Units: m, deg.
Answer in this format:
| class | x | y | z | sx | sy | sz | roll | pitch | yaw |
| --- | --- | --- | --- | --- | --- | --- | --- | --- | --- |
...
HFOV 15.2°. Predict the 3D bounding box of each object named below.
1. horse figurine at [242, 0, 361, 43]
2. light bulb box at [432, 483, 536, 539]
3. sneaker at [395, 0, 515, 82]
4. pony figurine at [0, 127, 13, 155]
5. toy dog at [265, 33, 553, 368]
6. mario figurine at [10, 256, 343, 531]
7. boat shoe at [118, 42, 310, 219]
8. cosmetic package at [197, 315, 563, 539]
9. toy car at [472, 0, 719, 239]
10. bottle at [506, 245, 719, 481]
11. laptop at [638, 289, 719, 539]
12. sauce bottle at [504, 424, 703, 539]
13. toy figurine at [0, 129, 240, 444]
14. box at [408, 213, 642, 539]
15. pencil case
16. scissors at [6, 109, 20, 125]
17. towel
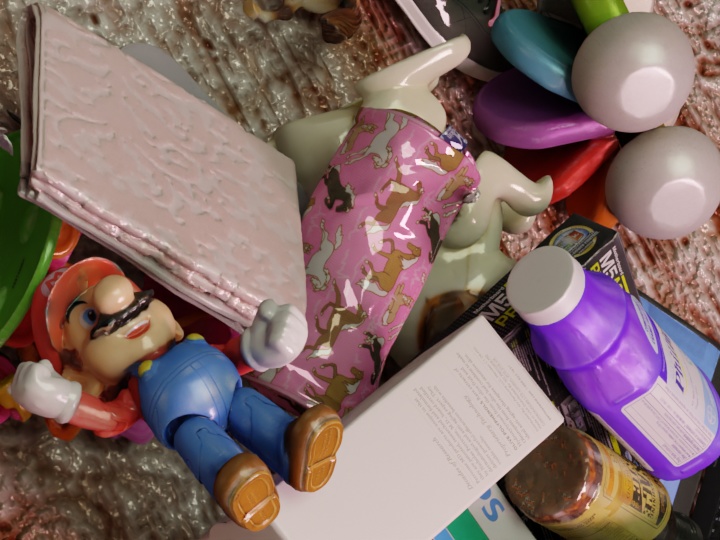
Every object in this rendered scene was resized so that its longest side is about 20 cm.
| class | x | y | z | sx | sy | sz | roll | pitch | yaw |
| --- | --- | --- | --- | --- | --- | --- | --- | --- | --- |
| horse figurine | -0.043 | -0.230 | 1.813 | 0.132 | 0.050 | 0.201 | -3 | 65 | -50 |
| light bulb box | 0.006 | 0.213 | 1.643 | 0.200 | 0.125 | 0.199 | -39 | 94 | -35 |
| sneaker | 0.076 | -0.210 | 1.834 | 0.200 | 0.099 | 0.071 | 45 | 34 | -30 |
| pony figurine | -0.300 | -0.018 | 1.535 | 0.192 | 0.166 | 0.201 | -6 | 86 | -21 |
| toy dog | 0.037 | -0.026 | 1.745 | 0.193 | 0.140 | 0.201 | -26 | 87 | -22 |
| mario figurine | -0.106 | 0.050 | 1.453 | 0.200 | 0.106 | 0.123 | 34 | 17 | 32 |
| boat shoe | -0.100 | -0.052 | 1.705 | 0.200 | 0.066 | 0.072 | 45 | 50 | -2 |
| cosmetic package | 0.008 | 0.123 | 1.537 | 0.200 | 0.108 | 0.085 | -39 | 91 | -33 |
| toy car | 0.152 | -0.112 | 1.837 | 0.149 | 0.175 | 0.201 | -19 | 122 | 2 |
| bottle | 0.157 | 0.054 | 1.654 | 0.200 | 0.065 | 0.084 | 44 | 20 | -44 |
| laptop | 0.253 | 0.109 | 1.847 | 0.103 | 0.199 | 0.178 | 59 | 44 | -47 |
| sauce bottle | 0.161 | 0.151 | 1.713 | 0.200 | 0.066 | 0.066 | 31 | 53 | -56 |
| toy figurine | -0.159 | 0.041 | 1.617 | 0.184 | 0.150 | 0.201 | 24 | 83 | -33 |
| box | 0.124 | 0.090 | 1.731 | 0.160 | 0.044 | 0.200 | -42 | 132 | -24 |
| pencil case | 0.000 | 0.000 | 1.646 | 0.083 | 0.086 | 0.201 | 35 | 79 | -53 |
| scissors | -0.137 | -0.039 | 1.681 | 0.200 | 0.073 | 0.014 | 41 | 83 | -13 |
| towel | -0.117 | -0.056 | 1.577 | 0.200 | 0.032 | 0.191 | 33 | 27 | -25 |
